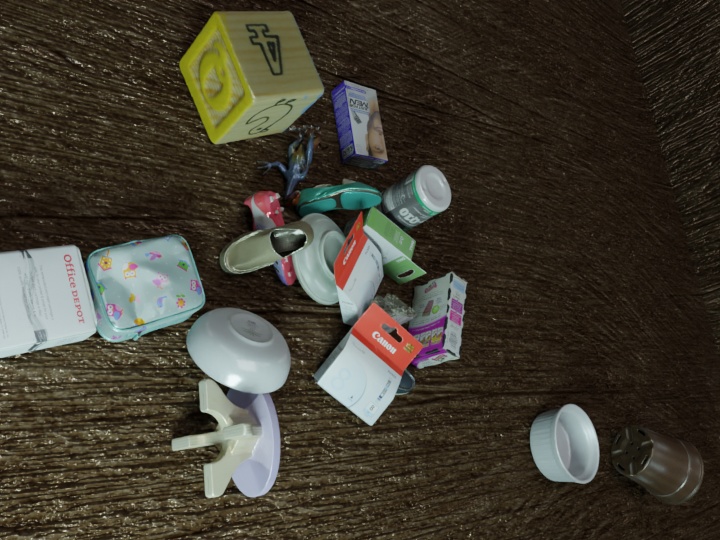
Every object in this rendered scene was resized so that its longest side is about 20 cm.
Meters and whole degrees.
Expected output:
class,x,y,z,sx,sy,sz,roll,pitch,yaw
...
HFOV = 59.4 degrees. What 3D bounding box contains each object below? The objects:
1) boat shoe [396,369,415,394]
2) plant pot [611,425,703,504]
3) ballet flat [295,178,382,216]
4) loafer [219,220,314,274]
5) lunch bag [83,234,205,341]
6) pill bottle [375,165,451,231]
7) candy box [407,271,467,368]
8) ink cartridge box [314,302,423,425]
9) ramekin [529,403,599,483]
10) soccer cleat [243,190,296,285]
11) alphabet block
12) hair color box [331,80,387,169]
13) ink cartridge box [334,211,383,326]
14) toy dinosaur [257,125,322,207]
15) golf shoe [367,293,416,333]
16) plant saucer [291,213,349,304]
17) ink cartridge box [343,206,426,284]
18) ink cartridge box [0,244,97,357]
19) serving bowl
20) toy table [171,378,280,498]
class,x,y,z,sx,sy,sz,roll,pitch,yaw
boat shoe,0.055,0.216,1.404,0.199,0.061,0.076,37,51,-24
plant pot,0.876,0.570,1.891,0.196,0.200,0.203,26,57,-21
ballet flat,-0.051,-0.172,1.415,0.196,0.068,0.071,-10,56,-3
loafer,-0.185,-0.049,1.246,0.197,0.068,0.077,-23,96,-8
lunch bag,-0.378,0.032,1.097,0.198,0.077,0.163,-17,86,-43
pill bottle,0.112,-0.160,1.510,0.112,0.199,0.115,16,62,-34
candy box,0.179,0.120,1.500,0.060,0.135,0.203,29,57,-29
ink cartridge box,0.024,0.196,1.316,0.160,0.047,0.201,41,88,-19
ramekin,0.547,0.470,1.701,0.198,0.097,0.204,16,63,-35
soccer cleat,-0.184,-0.066,1.321,0.067,0.075,0.204,-41,119,-63
alphabet block,-0.228,-0.406,1.324,0.198,0.194,0.199,-23,86,-42
hair color box,-0.002,-0.365,1.589,0.108,0.064,0.204,3,72,-40
ink cartridge box,0.000,0.000,1.375,0.202,0.046,0.161,83,26,-48
toy dinosaur,-0.129,-0.229,1.414,0.199,0.103,0.185,3,93,-56
golf shoe,0.057,0.111,1.453,0.078,0.098,0.199,39,17,26
plant saucer,-0.068,-0.030,1.372,0.199,0.050,0.204,23,62,-49
ink cartridge box,0.061,-0.055,1.490,0.199,0.103,0.060,36,53,-24
ink cartridge box,-0.524,0.051,0.959,0.198,0.083,0.148,-10,79,-43
serving bowl,-0.209,0.128,1.138,0.197,0.066,0.201,26,20,-10
toy table,-0.220,0.284,1.076,0.116,0.182,0.203,13,52,-53
